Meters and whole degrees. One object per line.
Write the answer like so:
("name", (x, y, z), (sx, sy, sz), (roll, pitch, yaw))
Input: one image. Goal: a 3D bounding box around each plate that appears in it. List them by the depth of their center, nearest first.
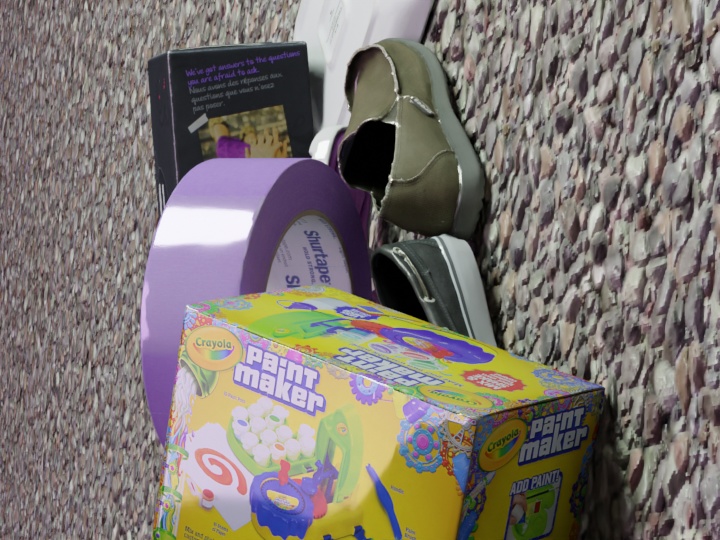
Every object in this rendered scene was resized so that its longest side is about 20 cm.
("plate", (-0.007, -0.175, 1.586), (0.200, 0.032, 0.200), (-107, 27, -48))

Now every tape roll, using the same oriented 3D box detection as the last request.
("tape roll", (-0.059, 0.032, 1.361), (0.200, 0.065, 0.201), (2, -90, -67))

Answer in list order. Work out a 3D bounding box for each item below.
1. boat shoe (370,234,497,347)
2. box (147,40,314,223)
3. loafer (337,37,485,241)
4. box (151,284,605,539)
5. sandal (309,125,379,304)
("boat shoe", (0.050, 0.067, 1.305), (0.069, 0.056, 0.201), (116, 147, -49))
("box", (-0.092, -0.062, 1.636), (0.122, 0.106, 0.201), (-172, 78, -77))
("loafer", (0.020, -0.089, 1.420), (0.200, 0.069, 0.075), (-117, 36, -55))
("box", (0.002, 0.130, 1.206), (0.200, 0.122, 0.193), (20, 108, 36))
("sandal", (-0.004, -0.001, 1.493), (0.050, 0.082, 0.204), (-10, 78, 33))
